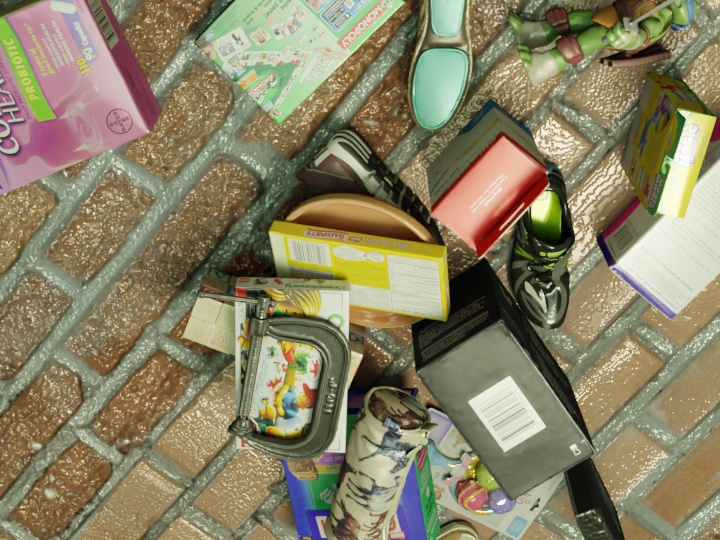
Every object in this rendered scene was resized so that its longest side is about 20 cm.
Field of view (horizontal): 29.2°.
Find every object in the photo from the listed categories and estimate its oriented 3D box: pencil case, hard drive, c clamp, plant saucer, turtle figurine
[{"bbox_3d":[0.020,0.237,1.582,0.089,0.078,0.200,35,120,35],"label":"pencil case"},{"bbox_3d":[0.283,0.292,1.649,0.033,0.200,0.140,-24,109,9],"label":"hard drive"},{"bbox_3d":[-0.098,0.118,1.522,0.171,0.027,0.200,3,109,-5],"label":"c clamp"},{"bbox_3d":[0.004,-0.016,1.564,0.200,0.037,0.200,13,138,12],"label":"plant saucer"},{"bbox_3d":[0.252,-0.288,1.464,0.194,0.200,0.144,-20,75,12],"label":"turtle figurine"}]

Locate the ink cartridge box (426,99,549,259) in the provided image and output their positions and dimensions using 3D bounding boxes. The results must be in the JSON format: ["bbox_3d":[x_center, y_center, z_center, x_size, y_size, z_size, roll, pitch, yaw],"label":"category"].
[{"bbox_3d":[0.136,-0.101,1.501,0.067,0.200,0.116,38,106,-13],"label":"ink cartridge box"}]

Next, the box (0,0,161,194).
[{"bbox_3d":[-0.351,-0.205,1.522,0.200,0.097,0.176,-21,109,9],"label":"box"}]

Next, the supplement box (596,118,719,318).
[{"bbox_3d":[0.379,-0.060,1.568,0.103,0.101,0.200,38,107,-13],"label":"supplement box"}]

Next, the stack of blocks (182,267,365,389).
[{"bbox_3d":[-0.098,0.066,1.612,0.200,0.115,0.059,21,109,-6],"label":"stack of blocks"}]

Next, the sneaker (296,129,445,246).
[{"bbox_3d":[0.004,-0.059,1.597,0.115,0.076,0.200,-34,103,24],"label":"sneaker"}]

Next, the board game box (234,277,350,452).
[{"bbox_3d":[-0.076,0.107,1.547,0.126,0.035,0.200,1,110,1],"label":"board game box"}]

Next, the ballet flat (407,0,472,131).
[{"bbox_3d":[0.092,-0.254,1.516,0.070,0.065,0.200,8,113,-1],"label":"ballet flat"}]

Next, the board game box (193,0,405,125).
[{"bbox_3d":[-0.068,-0.277,1.528,0.200,0.029,0.135,-42,106,14],"label":"board game box"}]

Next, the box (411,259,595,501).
[{"bbox_3d":[0.158,0.122,1.586,0.117,0.200,0.197,-33,107,11],"label":"box"}]

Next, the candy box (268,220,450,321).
[{"bbox_3d":[0.000,0.000,1.535,0.200,0.026,0.102,9,140,15],"label":"candy box"}]

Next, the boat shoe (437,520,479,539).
[{"bbox_3d":[0.066,0.397,1.757,0.200,0.076,0.072,-42,105,15],"label":"boat shoe"}]

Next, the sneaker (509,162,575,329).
[{"bbox_3d":[0.209,-0.022,1.593,0.071,0.083,0.200,-2,111,2],"label":"sneaker"}]

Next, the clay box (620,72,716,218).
[{"bbox_3d":[0.331,-0.134,1.488,0.048,0.200,0.115,12,111,-4],"label":"clay box"}]

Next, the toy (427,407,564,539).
[{"bbox_3d":[0.144,0.264,1.721,0.200,0.047,0.115,28,110,-9],"label":"toy"}]

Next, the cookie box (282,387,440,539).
[{"bbox_3d":[-0.001,0.248,1.681,0.171,0.075,0.200,-3,112,19],"label":"cookie box"}]
